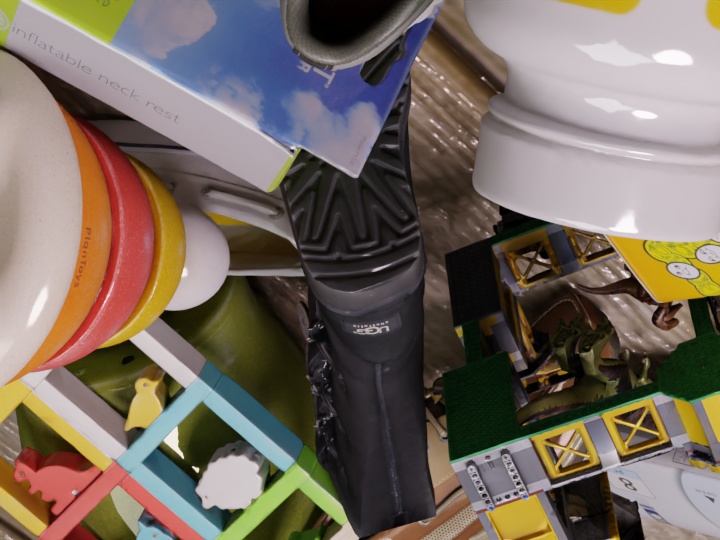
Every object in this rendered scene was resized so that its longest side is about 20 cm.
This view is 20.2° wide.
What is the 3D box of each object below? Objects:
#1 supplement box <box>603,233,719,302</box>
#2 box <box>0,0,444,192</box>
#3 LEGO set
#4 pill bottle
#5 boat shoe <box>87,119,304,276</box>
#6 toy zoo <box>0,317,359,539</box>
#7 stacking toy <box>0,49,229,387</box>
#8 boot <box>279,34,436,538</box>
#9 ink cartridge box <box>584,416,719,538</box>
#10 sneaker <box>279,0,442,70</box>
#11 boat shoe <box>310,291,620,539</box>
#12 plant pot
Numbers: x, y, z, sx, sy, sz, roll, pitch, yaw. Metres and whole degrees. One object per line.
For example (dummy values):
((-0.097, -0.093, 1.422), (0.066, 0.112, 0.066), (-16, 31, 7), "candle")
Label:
((0.178, -0.072, 0.720), (0.200, 0.109, 0.110), (-9, 135, 40), "supplement box")
((-0.072, -0.121, 0.791), (0.200, 0.122, 0.048), (29, 152, -7), "box")
((0.109, 0.058, 0.851), (0.153, 0.200, 0.116), (-24, 121, 5), "LEGO set")
((0.092, -0.115, 0.623), (0.111, 0.111, 0.201), (14, 103, 14), "pill bottle")
((-0.101, -0.018, 0.985), (0.201, 0.086, 0.075), (4, 142, 27), "boat shoe")
((-0.108, 0.090, 0.959), (0.200, 0.020, 0.131), (41, 117, -8), "toy zoo")
((-0.123, -0.008, 0.853), (0.146, 0.147, 0.200), (-1, 173, 32), "stacking toy")
((0.000, 0.001, 0.891), (0.065, 0.165, 0.200), (-6, 145, 4), "boot")
((0.211, 0.133, 1.001), (0.160, 0.047, 0.200), (10, 151, 42), "ink cartridge box")
((0.032, -0.149, 0.697), (0.074, 0.079, 0.200), (28, 121, -5), "sneaker")
((0.045, 0.093, 0.981), (0.074, 0.076, 0.200), (29, 107, -26), "boat shoe")
((-0.095, 0.091, 1.063), (0.200, 0.201, 0.193), (1, 128, 30), "plant pot")
